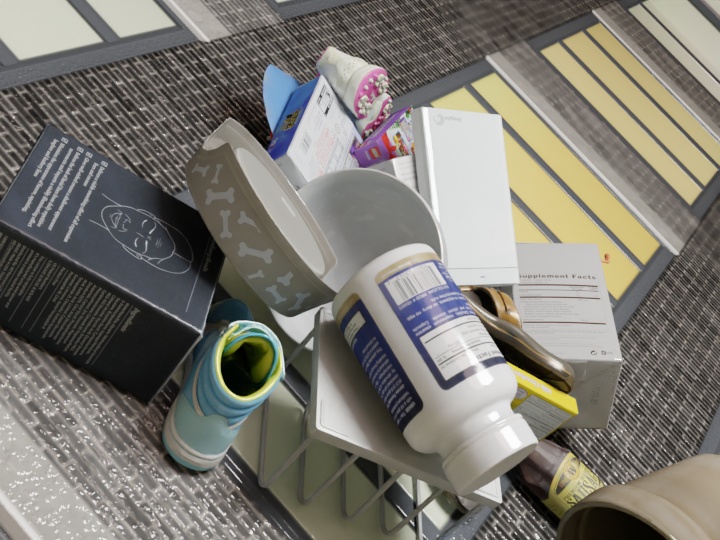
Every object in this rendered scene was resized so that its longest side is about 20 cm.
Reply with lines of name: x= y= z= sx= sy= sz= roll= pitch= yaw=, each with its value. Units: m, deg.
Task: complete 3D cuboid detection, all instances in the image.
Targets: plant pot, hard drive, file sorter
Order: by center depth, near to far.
file sorter: x=0.014 y=0.158 z=1.003 sx=0.198 sy=0.125 sz=0.140 roll=26 pitch=38 yaw=-23
plant pot: x=0.330 y=0.281 z=1.081 sx=0.172 sy=0.201 sz=0.201 roll=-27 pitch=72 yaw=-33
hard drive: x=0.122 y=-0.082 z=1.225 sx=0.131 sy=0.027 sz=0.203 roll=-1 pitch=82 yaw=-39

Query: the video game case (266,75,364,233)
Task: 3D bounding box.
video game case: x=-0.034 y=-0.105 z=1.249 sx=0.182 sy=0.045 sz=0.201 roll=56 pitch=27 yaw=-25

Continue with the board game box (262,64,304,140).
board game box: x=-0.077 y=-0.159 z=1.314 sx=0.199 sy=0.039 sz=0.160 roll=18 pitch=53 yaw=-62

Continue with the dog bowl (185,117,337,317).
dog bowl: x=-0.091 y=-0.044 z=1.000 sx=0.201 sy=0.058 sz=0.200 roll=56 pitch=8 yaw=-12

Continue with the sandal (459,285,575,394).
sandal: x=0.150 y=0.055 z=1.129 sx=0.199 sy=0.082 sz=0.055 roll=34 pitch=71 yaw=17

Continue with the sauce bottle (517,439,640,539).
sauce bottle: x=0.224 y=0.237 z=1.184 sx=0.200 sy=0.066 sz=0.066 roll=41 pitch=34 yaw=-1

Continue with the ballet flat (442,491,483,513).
ballet flat: x=0.085 y=0.170 z=1.143 sx=0.067 sy=0.046 sz=0.202 roll=11 pitch=50 yaw=-43

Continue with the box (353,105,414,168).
box: x=0.074 y=-0.094 z=1.348 sx=0.202 sy=0.039 sz=0.137 roll=62 pitch=31 yaw=-14

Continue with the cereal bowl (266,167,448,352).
cereal bowl: x=0.000 y=0.000 z=1.111 sx=0.201 sy=0.199 sz=0.083 roll=58 pitch=8 yaw=22

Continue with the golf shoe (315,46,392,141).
golf shoe: x=-0.010 y=-0.221 z=1.364 sx=0.091 sy=0.200 sz=0.076 roll=36 pitch=76 yaw=13

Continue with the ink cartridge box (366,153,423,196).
ink cartridge box: x=0.081 y=-0.034 z=1.244 sx=0.115 sy=0.067 sz=0.203 roll=-17 pitch=93 yaw=-41

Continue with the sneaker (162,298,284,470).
sneaker: x=-0.108 y=0.073 z=0.967 sx=0.079 sy=0.131 sz=0.201 roll=27 pitch=36 yaw=-18

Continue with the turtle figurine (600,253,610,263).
turtle figurine: x=0.232 y=-0.005 z=1.423 sx=0.159 sy=0.200 sz=0.065 roll=13 pitch=86 yaw=-12

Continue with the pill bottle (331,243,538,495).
pill bottle: x=0.067 y=0.087 z=0.926 sx=0.110 sy=0.111 sz=0.201 roll=-7 pitch=59 yaw=-48

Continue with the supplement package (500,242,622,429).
supplement package: x=0.234 y=0.076 z=1.284 sx=0.118 sy=0.122 sz=0.202 roll=1 pitch=41 yaw=1

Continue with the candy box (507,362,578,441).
candy box: x=0.117 y=0.127 z=1.087 sx=0.198 sy=0.102 sz=0.027 roll=29 pitch=39 yaw=-25

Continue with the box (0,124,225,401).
box: x=-0.233 y=-0.007 z=0.948 sx=0.198 sy=0.107 sz=0.149 roll=31 pitch=35 yaw=-16
